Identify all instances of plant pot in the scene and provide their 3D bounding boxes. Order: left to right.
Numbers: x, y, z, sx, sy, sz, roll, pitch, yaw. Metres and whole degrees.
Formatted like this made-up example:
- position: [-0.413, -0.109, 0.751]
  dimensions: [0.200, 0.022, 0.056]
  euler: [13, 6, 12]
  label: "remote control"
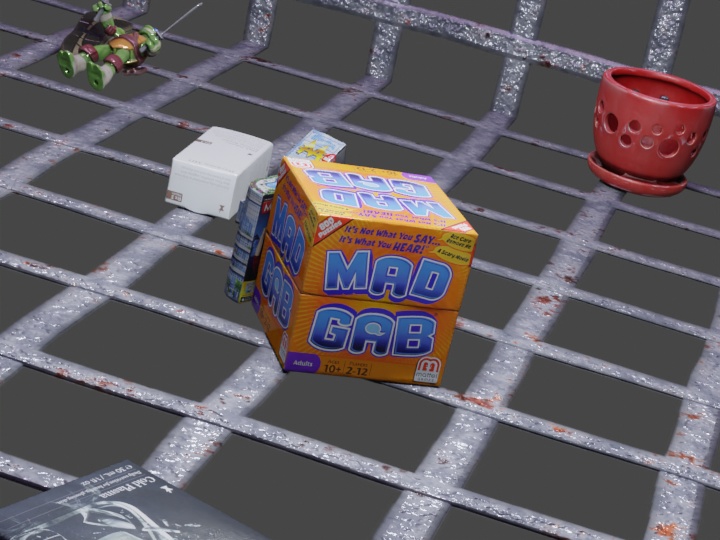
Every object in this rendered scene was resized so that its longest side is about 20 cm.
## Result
- position: [0.487, -0.231, 3.340]
  dimensions: [0.199, 0.183, 0.201]
  euler: [12, 19, -4]
  label: "plant pot"

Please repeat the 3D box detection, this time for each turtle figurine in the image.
- position: [-0.400, -0.395, 3.243]
  dimensions: [0.144, 0.200, 0.194]
  euler: [46, 50, 2]
  label: "turtle figurine"

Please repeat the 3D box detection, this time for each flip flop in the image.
- position: [-0.458, -0.390, 3.377]
  dimensions: [0.081, 0.058, 0.200]
  euler: [21, 36, 7]
  label: "flip flop"

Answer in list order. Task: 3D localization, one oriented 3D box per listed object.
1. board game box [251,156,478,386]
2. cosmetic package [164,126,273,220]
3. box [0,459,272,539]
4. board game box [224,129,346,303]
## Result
- position: [0.000, 0.000, 2.372]
  dimensions: [0.199, 0.201, 0.200]
  euler: [7, 20, -18]
  label: "board game box"
- position: [-0.201, -0.142, 2.824]
  dimensions: [0.101, 0.074, 0.200]
  euler: [15, 18, 7]
  label: "cosmetic package"
- position: [-0.194, 0.271, 1.627]
  dimensions: [0.196, 0.125, 0.200]
  euler: [26, 23, 27]
  label: "box"
- position: [-0.092, -0.074, 2.514]
  dimensions: [0.061, 0.201, 0.200]
  euler: [26, 23, 31]
  label: "board game box"
